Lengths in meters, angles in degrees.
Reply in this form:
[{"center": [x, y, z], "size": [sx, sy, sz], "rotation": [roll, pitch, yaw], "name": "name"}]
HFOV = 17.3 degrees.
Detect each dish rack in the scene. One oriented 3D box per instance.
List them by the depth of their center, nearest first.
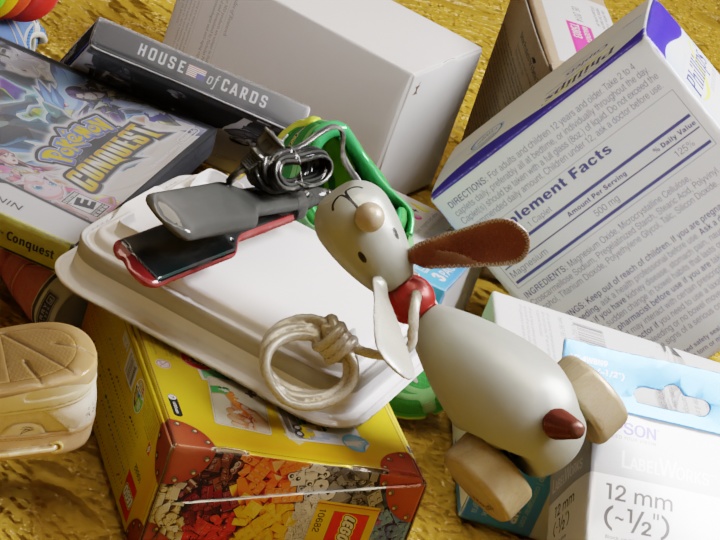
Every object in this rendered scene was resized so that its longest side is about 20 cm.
[{"center": [-0.055, 0.005, 1.337], "size": [0.199, 0.044, 0.172], "rotation": [27, 27, 14], "name": "dish rack"}]

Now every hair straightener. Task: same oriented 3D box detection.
[{"center": [-0.051, -0.042, 1.296], "size": [0.041, 0.077, 0.200], "rotation": [47, 31, 19], "name": "hair straightener"}]

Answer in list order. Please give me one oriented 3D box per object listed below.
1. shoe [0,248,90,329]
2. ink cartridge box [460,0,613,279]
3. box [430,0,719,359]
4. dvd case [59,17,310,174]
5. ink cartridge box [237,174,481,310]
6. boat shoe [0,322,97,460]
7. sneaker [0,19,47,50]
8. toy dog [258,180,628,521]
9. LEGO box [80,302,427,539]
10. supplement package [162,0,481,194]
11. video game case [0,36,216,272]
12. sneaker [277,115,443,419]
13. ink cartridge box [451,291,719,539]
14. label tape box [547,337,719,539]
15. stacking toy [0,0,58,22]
[{"center": [-0.136, -0.009, 1.456], "size": [0.199, 0.072, 0.091], "rotation": [-11, 42, -43], "name": "shoe"}, {"center": [0.134, -0.102, 1.735], "size": [0.075, 0.166, 0.200], "rotation": [15, 26, -10], "name": "ink cartridge box"}, {"center": [0.181, -0.041, 1.547], "size": [0.200, 0.184, 0.105], "rotation": [49, 23, -10], "name": "box"}, {"center": [-0.128, -0.113, 1.581], "size": [0.149, 0.025, 0.200], "rotation": [22, -10, -14], "name": "dvd case"}, {"center": [-0.026, -0.020, 1.563], "size": [0.199, 0.068, 0.115], "rotation": [25, 25, 10], "name": "ink cartridge box"}, {"center": [-0.232, 0.078, 1.213], "size": [0.198, 0.070, 0.074], "rotation": [-5, 36, -4], "name": "boat shoe"}, {"center": [-0.272, -0.175, 1.704], "size": [0.077, 0.076, 0.200], "rotation": [34, 20, -24], "name": "sneaker"}, {"center": [0.055, 0.040, 1.222], "size": [0.199, 0.132, 0.096], "rotation": [29, -15, -8], "name": "toy dog"}, {"center": [-0.067, 0.081, 1.318], "size": [0.148, 0.078, 0.200], "rotation": [10, 27, -23], "name": "LEGO box"}, {"center": [-0.035, -0.147, 1.748], "size": [0.199, 0.120, 0.121], "rotation": [30, 25, 19], "name": "supplement package"}, {"center": [-0.208, -0.078, 1.444], "size": [0.180, 0.026, 0.200], "rotation": [23, 31, 11], "name": "video game case"}, {"center": [0.000, 0.000, 1.445], "size": [0.074, 0.201, 0.084], "rotation": [-25, 0, -18], "name": "sneaker"}, {"center": [0.162, 0.107, 1.433], "size": [0.199, 0.084, 0.145], "rotation": [17, 26, -9], "name": "ink cartridge box"}, {"center": [0.180, 0.131, 1.305], "size": [0.142, 0.066, 0.201], "rotation": [13, 63, -13], "name": "label tape box"}, {"center": [-0.255, -0.193, 1.559], "size": [0.085, 0.086, 0.200], "rotation": [29, 12, 17], "name": "stacking toy"}]
